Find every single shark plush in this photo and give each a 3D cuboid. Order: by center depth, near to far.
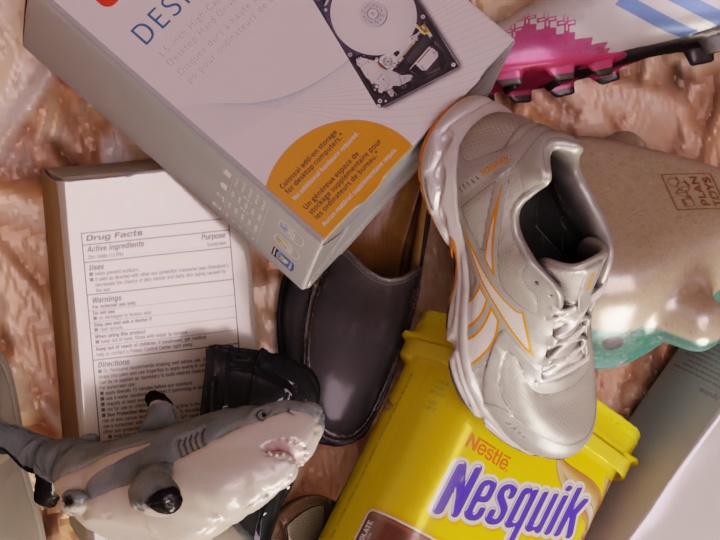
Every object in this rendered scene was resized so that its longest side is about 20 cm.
[{"bbox_3d":[-0.104,0.099,1.433,0.091,0.200,0.083,35,66,-33],"label":"shark plush"}]

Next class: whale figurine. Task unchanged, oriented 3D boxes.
[{"bbox_3d":[0.163,-0.006,1.559,0.200,0.159,0.104,-6,136,-17],"label":"whale figurine"}]

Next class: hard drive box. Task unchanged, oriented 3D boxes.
[{"bbox_3d":[-0.049,-0.117,1.458,0.200,0.077,0.156,40,71,6],"label":"hard drive box"}]

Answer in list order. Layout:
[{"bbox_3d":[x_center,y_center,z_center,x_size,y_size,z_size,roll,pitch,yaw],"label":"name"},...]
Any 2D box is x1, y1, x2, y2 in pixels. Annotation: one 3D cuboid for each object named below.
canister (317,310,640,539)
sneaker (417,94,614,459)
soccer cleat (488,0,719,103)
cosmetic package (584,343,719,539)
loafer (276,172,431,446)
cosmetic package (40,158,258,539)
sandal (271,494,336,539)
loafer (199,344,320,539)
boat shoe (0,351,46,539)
[{"bbox_3d":[0.050,0.144,1.531,0.148,0.086,0.200,35,77,-37],"label":"canister"},{"bbox_3d":[0.091,0.013,1.425,0.076,0.092,0.200,-32,119,-28],"label":"sneaker"},{"bbox_3d":[0.136,-0.148,1.565,0.200,0.070,0.086,-12,84,-15],"label":"soccer cleat"},{"bbox_3d":[0.206,0.114,1.596,0.108,0.085,0.200,38,88,-23],"label":"cosmetic package"},{"bbox_3d":[0.000,0.000,1.538,0.073,0.072,0.200,5,96,-16],"label":"loafer"},{"bbox_3d":[-0.110,0.041,1.515,0.105,0.071,0.200,-5,98,-15],"label":"cosmetic package"},{"bbox_3d":[-0.030,0.217,1.569,0.080,0.054,0.200,-28,119,-34],"label":"sandal"},{"bbox_3d":[-0.079,0.135,1.469,0.070,0.068,0.201,18,95,1],"label":"loafer"},{"bbox_3d":[-0.214,0.134,1.519,0.063,0.073,0.200,3,106,28],"label":"boat shoe"}]
